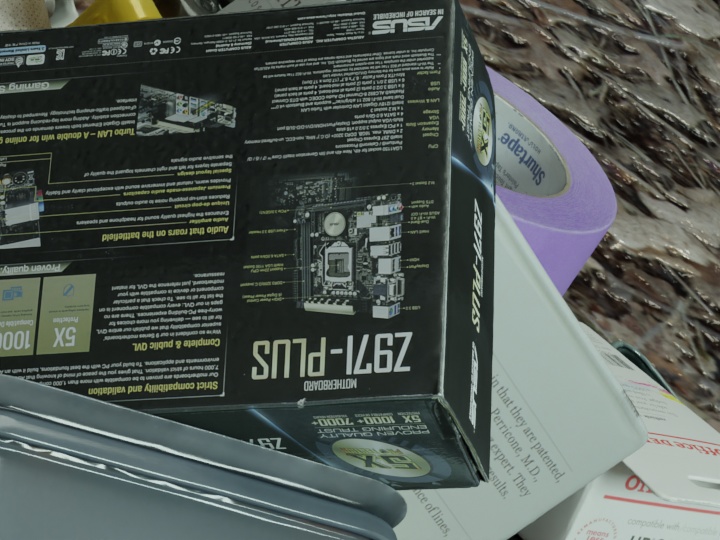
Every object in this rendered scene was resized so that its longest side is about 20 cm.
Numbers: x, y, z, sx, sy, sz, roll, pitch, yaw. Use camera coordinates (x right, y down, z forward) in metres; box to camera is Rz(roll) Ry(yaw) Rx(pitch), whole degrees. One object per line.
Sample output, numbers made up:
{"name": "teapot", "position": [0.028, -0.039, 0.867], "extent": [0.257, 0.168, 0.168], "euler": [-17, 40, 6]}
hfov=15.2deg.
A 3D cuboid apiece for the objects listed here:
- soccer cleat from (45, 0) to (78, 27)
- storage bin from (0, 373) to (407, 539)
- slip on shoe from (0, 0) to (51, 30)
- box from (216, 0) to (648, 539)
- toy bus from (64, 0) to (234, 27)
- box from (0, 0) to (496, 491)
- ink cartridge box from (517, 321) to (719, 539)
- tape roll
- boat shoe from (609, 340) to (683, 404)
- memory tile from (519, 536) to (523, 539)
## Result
{"name": "soccer cleat", "position": [-0.195, -0.131, 1.306], "extent": [0.200, 0.085, 0.069], "euler": [18, 56, -80]}
{"name": "storage bin", "position": [-0.095, 0.141, 0.951], "extent": [0.200, 0.145, 0.135], "euler": [20, 55, -28]}
{"name": "slip on shoe", "position": [-0.172, -0.133, 1.210], "extent": [0.076, 0.061, 0.200], "euler": [6, 47, -51]}
{"name": "box", "position": [0.000, 0.000, 1.191], "extent": [0.200, 0.131, 0.199], "euler": [55, 1, -34]}
{"name": "toy bus", "position": [-0.054, -0.043, 1.355], "extent": [0.200, 0.136, 0.192], "euler": [1, 55, -47]}
{"name": "box", "position": [-0.054, -0.005, 0.997], "extent": [0.086, 0.199, 0.164], "euler": [63, 26, -61]}
{"name": "ink cartridge box", "position": [0.113, 0.091, 1.308], "extent": [0.115, 0.068, 0.200], "euler": [11, 20, -39]}
{"name": "tape roll", "position": [0.049, -0.061, 1.565], "extent": [0.200, 0.066, 0.200], "euler": [26, 25, -13]}
{"name": "boat shoe", "position": [0.172, 0.117, 1.385], "extent": [0.073, 0.062, 0.200], "euler": [3, 38, -48]}
{"name": "memory tile", "position": [0.149, 0.194, 1.269], "extent": [0.200, 0.017, 0.153], "euler": [35, 24, 5]}
